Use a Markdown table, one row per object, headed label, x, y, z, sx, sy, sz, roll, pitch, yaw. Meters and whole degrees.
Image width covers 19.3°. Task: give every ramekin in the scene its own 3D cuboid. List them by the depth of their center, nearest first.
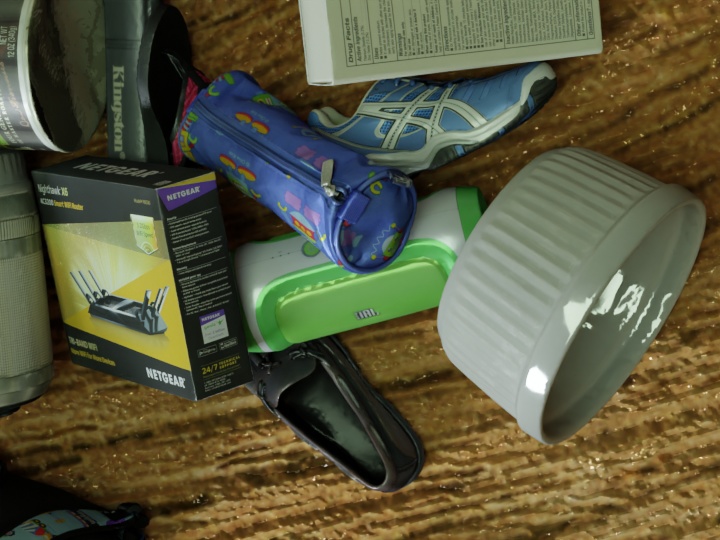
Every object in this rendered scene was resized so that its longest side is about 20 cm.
| label | x | y | z | sx | sy | sz | roll | pitch | yaw |
| --- | --- | --- | --- | --- | --- | --- | --- | --- | --- |
| ramekin | 0.140 | 0.010 | 1.457 | 0.105 | 0.200 | 0.201 | 33 | 106 | 21 |

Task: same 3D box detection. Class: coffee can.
| label | x | y | z | sx | sy | sz | roll | pitch | yaw |
| --- | --- | --- | --- | --- | --- | --- | --- | --- | --- |
| coffee can | -0.309 | -0.165 | 1.600 | 0.199 | 0.146 | 0.147 | 2 | 98 | 17 |

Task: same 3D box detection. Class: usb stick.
| label | x | y | z | sx | sy | sz | roll | pitch | yaw |
| --- | --- | --- | --- | --- | --- | --- | --- | --- | --- |
| usb stick | -0.173 | -0.131 | 1.618 | 0.055 | 0.033 | 0.201 | 7 | 101 | 38 |

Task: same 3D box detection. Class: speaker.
| label | x | y | z | sx | sy | sz | roll | pitch | yaw |
| --- | --- | --- | --- | --- | --- | --- | --- | --- | --- |
| speaker | 0.000 | 0.000 | 1.543 | 0.199 | 0.088 | 0.089 | -15 | 93 | 9 |

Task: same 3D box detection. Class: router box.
| label | x | y | z | sx | sy | sz | roll | pitch | yaw |
| --- | --- | --- | --- | --- | --- | --- | --- | --- | --- |
| router box | -0.163 | 0.002 | 1.559 | 0.200 | 0.052 | 0.158 | 9 | 113 | 55 |

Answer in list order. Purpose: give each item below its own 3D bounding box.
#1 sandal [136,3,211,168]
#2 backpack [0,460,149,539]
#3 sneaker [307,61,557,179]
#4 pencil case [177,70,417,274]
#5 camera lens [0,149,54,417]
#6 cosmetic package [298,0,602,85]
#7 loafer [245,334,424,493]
| label | x | y | z | sx | sy | sz | roll | pitch | yaw |
| --- | --- | --- | --- | --- | --- | --- | --- | --- | --- |
| sandal | -0.131 | -0.102 | 1.592 | 0.045 | 0.075 | 0.201 | 4 | 107 | 23 |
| backpack | -0.280 | 0.235 | 1.620 | 0.182 | 0.200 | 0.135 | 20 | 103 | 13 |
| sneaker | 0.047 | -0.111 | 1.529 | 0.200 | 0.076 | 0.077 | -22 | 91 | 21 |
| pencil case | -0.047 | -0.073 | 1.504 | 0.200 | 0.087 | 0.078 | 35 | 87 | 37 |
| camera lens | -0.322 | 0.013 | 1.622 | 0.159 | 0.160 | 0.201 | -2 | 97 | 18 |
| cosmetic package | 0.061 | -0.189 | 1.465 | 0.199 | 0.073 | 0.104 | -7 | 96 | -15 |
| loafer | -0.035 | 0.091 | 1.592 | 0.200 | 0.063 | 0.072 | 42 | 106 | 8 |
